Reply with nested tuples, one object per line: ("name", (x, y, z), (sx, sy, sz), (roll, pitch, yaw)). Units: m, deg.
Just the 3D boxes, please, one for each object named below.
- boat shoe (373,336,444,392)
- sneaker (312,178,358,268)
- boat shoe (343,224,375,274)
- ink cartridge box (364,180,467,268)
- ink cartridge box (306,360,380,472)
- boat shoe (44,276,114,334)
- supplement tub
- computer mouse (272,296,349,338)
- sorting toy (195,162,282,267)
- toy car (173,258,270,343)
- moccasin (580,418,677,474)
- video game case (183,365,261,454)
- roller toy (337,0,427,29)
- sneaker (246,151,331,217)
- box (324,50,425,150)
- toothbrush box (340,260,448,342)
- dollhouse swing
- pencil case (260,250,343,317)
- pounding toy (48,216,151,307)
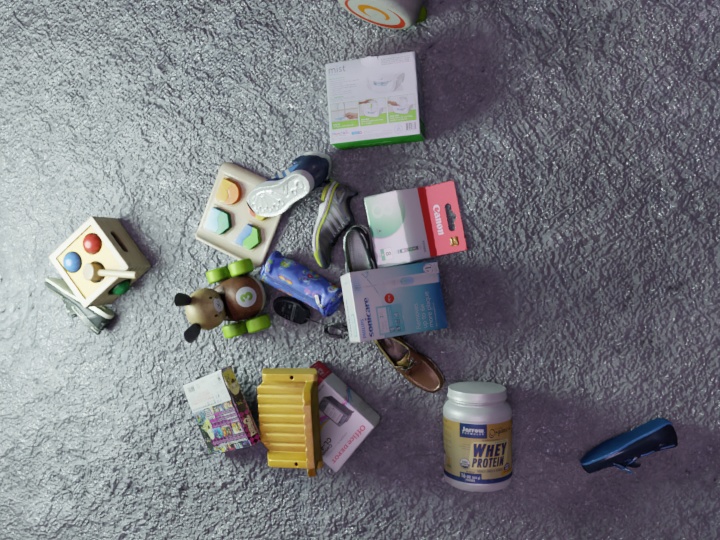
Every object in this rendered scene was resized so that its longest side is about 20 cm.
("boat shoe", (0.099, 0.200, 1.393), (0.200, 0.068, 0.072), (40, 100, 8))
("sneaker", (-0.057, -0.101, 1.418), (0.080, 0.074, 0.201), (11, 96, 9))
("boat shoe", (0.000, 0.000, 1.404), (0.075, 0.060, 0.201), (-12, 96, 19))
("ink cartridge box", (0.120, -0.101, 1.389), (0.199, 0.050, 0.162), (-11, 90, 15))
("ink cartridge box", (-0.076, 0.327, 1.430), (0.200, 0.086, 0.148), (40, 100, 10))
("boat shoe", (-0.710, 0.083, 1.570), (0.200, 0.072, 0.068), (34, 95, 8))
("supplement tub", (0.245, 0.344, 1.327), (0.144, 0.144, 0.201), (-1, 92, 13))
("computer mouse", (-0.108, 0.107, 1.457), (0.199, 0.034, 0.059), (23, 125, 4))
("sorting toy", (-0.280, -0.131, 1.483), (0.184, 0.036, 0.201), (25, 97, 11))
("toy car", (-0.323, 0.080, 1.403), (0.157, 0.200, 0.165), (-16, 92, 35))
("moccasin", (0.554, 0.375, 1.292), (0.199, 0.080, 0.068), (-28, 90, 13))
("video game case", (-0.324, 0.326, 1.460), (0.200, 0.036, 0.182), (-27, 84, 46))
("roller toy", (0.049, -0.603, 1.313), (0.182, 0.200, 0.140), (20, 96, 17))
("sneaker", (-0.150, -0.201, 1.421), (0.199, 0.147, 0.081), (-20, 113, 37))
("box", (0.033, -0.365, 1.373), (0.199, 0.097, 0.178), (-5, 90, 13))
("toothbrush box", (0.069, 0.066, 1.340), (0.199, 0.085, 0.147), (-7, 85, -15))
("dollhouse swing", (-0.158, 0.320, 1.316), (0.181, 0.176, 0.201), (-2, 93, 14))
("pencil case", (-0.133, 0.032, 1.431), (0.199, 0.087, 0.078), (29, 114, 11))
("pounding toy", (-0.611, -0.012, 1.508), (0.184, 0.142, 0.200), (-39, 83, 12))
